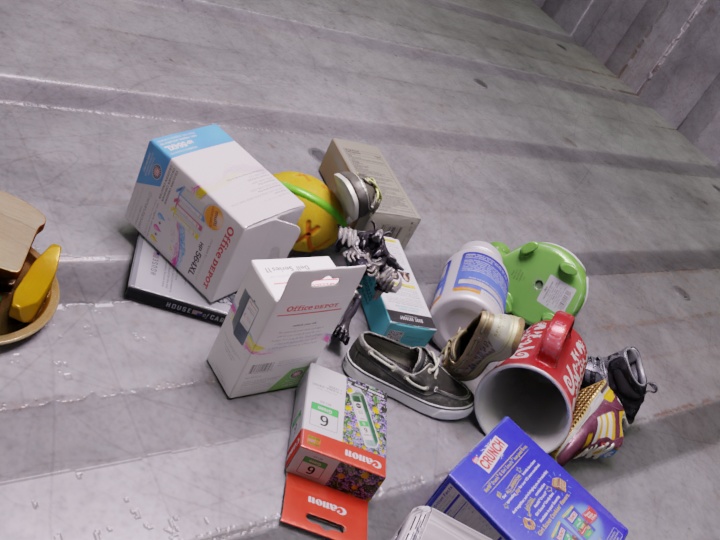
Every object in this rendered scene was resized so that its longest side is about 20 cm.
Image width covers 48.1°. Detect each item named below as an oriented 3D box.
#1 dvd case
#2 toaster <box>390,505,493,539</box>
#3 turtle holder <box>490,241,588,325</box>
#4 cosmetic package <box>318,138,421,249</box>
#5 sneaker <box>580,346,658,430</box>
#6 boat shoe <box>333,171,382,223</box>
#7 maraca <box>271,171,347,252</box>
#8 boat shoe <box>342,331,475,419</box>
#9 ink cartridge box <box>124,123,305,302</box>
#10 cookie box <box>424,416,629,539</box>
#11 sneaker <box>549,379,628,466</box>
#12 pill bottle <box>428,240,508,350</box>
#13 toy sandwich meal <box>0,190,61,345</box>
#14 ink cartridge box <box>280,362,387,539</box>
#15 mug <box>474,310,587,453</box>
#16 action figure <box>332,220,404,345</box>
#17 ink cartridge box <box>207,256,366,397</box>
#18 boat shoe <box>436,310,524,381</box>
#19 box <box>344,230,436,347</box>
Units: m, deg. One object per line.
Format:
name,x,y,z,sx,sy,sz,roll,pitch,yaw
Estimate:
dvd case,-0.202,0.006,1.064,0.197,0.025,0.152,18,35,-20
toaster,0.070,0.329,0.783,0.128,0.115,0.200,30,34,7
turtle holder,0.298,0.022,1.378,0.182,0.144,0.131,1,2,28
cosmetic package,0.013,-0.132,1.379,0.104,0.072,0.202,7,40,-32
sneaker,0.369,0.146,1.265,0.200,0.115,0.075,43,34,17
boat shoe,-0.002,-0.112,1.188,0.202,0.059,0.073,144,-76,-87
maraca,-0.110,-0.096,1.184,0.197,0.137,0.108,26,64,-13
boat shoe,0.076,0.139,1.079,0.197,0.064,0.071,22,33,-16
ink cartridge box,-0.180,-0.069,1.039,0.199,0.130,0.125,41,34,16
cookie box,0.198,0.296,0.962,0.200,0.076,0.170,43,35,17
sneaker,0.328,0.238,1.150,0.199,0.075,0.091,-35,87,-43
pill bottle,0.173,0.036,1.252,0.111,0.113,0.201,30,33,-2
toy sandwich meal,-0.410,-0.007,0.866,0.202,0.071,0.207,22,34,-15
ink cartridge box,-0.026,0.206,0.920,0.107,0.051,0.201,23,33,-13
mug,0.268,0.145,1.140,0.134,0.177,0.200,50,30,4
action figure,0.000,0.000,1.110,0.118,0.102,0.202,34,61,-9
ink cartridge box,-0.087,0.050,0.936,0.116,0.202,0.068,-4,45,-42
boat shoe,0.151,0.095,1.088,0.062,0.200,0.074,23,63,-9
box,0.041,0.028,1.212,0.081,0.050,0.202,12,38,-28
